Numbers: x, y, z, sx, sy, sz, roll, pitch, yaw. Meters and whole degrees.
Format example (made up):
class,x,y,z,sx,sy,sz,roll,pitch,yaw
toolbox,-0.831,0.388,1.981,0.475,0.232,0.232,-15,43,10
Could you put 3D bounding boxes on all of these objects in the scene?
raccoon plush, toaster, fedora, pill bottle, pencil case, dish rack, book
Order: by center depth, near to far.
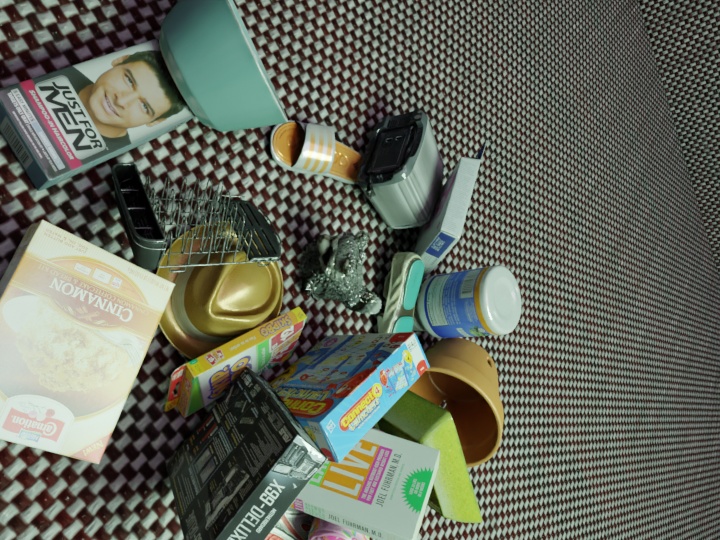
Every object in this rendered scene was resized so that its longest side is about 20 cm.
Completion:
class,x,y,z,sx,sy,sz,roll,pitch,yaw
dish rack,-0.192,-0.063,0.670,0.196,0.055,0.154,-3,43,-37
book,-0.006,0.272,0.720,0.134,0.195,0.049,-54,149,-52
fedora,-0.168,0.026,0.721,0.197,0.081,0.207,7,80,-42
pencil case,-0.008,0.317,0.769,0.089,0.086,0.201,60,28,-19
raccoon plush,0.000,0.000,0.848,0.197,0.132,0.100,20,70,-39
toaster,0.074,-0.164,0.940,0.130,0.111,0.204,52,44,-42
pill bottle,0.168,0.059,0.954,0.110,0.197,0.116,9,76,-40

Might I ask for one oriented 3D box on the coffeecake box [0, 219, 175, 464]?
class,x,y,z,sx,sy,sz,roll,pitch,yaw
coffeecake box,-0.313,0.076,0.578,0.152,0.072,0.205,31,69,-36

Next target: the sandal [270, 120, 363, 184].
class,x,y,z,sx,sy,sz,roll,pitch,yaw
sandal,-0.051,-0.193,0.876,0.203,0.058,0.082,7,79,-43

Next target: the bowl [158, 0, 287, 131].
class,x,y,z,sx,sy,sz,roll,pitch,yaw
bowl,-0.181,-0.262,0.698,0.103,0.201,0.204,-26,107,2

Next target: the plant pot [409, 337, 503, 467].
class,x,y,z,sx,sy,sz,roll,pitch,yaw
plant pot,0.159,0.213,0.947,0.204,0.196,0.140,65,34,-15

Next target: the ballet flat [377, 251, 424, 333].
class,x,y,z,sx,sy,sz,roll,pitch,yaw
ballet flat,0.062,0.068,0.947,0.067,0.061,0.206,13,92,-48

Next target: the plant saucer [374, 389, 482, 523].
class,x,y,z,sx,sy,sz,roll,pitch,yaw
plant saucer,0.084,0.280,0.846,0.047,0.198,0.204,-28,111,-25

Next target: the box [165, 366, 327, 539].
class,x,y,z,sx,sy,sz,roll,pitch,yaw
box,-0.138,0.217,0.619,0.050,0.199,0.159,44,79,-27

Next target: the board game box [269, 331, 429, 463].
class,x,y,z,sx,sy,sz,roll,pitch,yaw
board game box,-0.039,0.162,0.749,0.195,0.197,0.057,-36,107,-40

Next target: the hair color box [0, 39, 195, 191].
class,x,y,z,sx,sy,sz,roll,pitch,yaw
hair color box,-0.303,-0.185,0.637,0.199,0.060,0.101,-42,112,-39

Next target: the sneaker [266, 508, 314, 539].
class,x,y,z,sx,sy,sz,roll,pitch,yaw
sneaker,-0.080,0.351,0.764,0.199,0.077,0.084,39,65,-33

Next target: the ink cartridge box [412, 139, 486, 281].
class,x,y,z,sx,sy,sz,roll,pitch,yaw
ink cartridge box,0.148,-0.105,0.971,0.042,0.197,0.204,20,65,-3

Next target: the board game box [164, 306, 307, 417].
class,x,y,z,sx,sy,sz,roll,pitch,yaw
board game box,-0.159,0.120,0.716,0.197,0.097,0.030,-23,61,-41
